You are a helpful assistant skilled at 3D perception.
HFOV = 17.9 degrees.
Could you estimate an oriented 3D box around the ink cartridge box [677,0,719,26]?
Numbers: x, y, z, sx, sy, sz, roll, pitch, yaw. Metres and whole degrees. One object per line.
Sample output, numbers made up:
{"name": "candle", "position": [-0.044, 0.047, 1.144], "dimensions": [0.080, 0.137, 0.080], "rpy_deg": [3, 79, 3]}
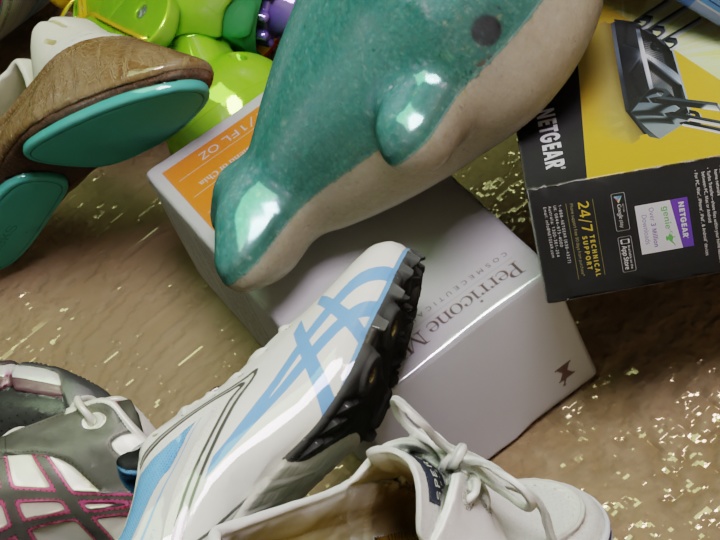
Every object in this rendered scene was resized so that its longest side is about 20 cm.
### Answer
{"name": "ink cartridge box", "position": [0.131, -0.193, 0.959], "dimensions": [0.200, 0.077, 0.136], "rpy_deg": [37, 48, 24]}

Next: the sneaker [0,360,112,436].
{"name": "sneaker", "position": [-0.187, 0.107, 0.981], "dimensions": [0.199, 0.076, 0.116], "rpy_deg": [-8, 50, 35]}

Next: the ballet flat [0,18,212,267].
{"name": "ballet flat", "position": [-0.142, -0.071, 1.058], "dimensions": [0.200, 0.067, 0.073], "rpy_deg": [-36, 61, 44]}

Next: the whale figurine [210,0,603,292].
{"name": "whale figurine", "position": [0.002, -0.084, 0.911], "dimensions": [0.200, 0.104, 0.159], "rpy_deg": [-42, 20, 12]}

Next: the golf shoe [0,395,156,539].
{"name": "golf shoe", "position": [-0.126, 0.085, 0.904], "dimensions": [0.198, 0.077, 0.089], "rpy_deg": [13, 94, 0]}

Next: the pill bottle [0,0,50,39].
{"name": "pill bottle", "position": [-0.222, -0.157, 1.167], "dimensions": [0.108, 0.110, 0.200], "rpy_deg": [-10, 17, 17]}

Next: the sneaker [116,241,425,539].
{"name": "sneaker", "position": [-0.042, 0.062, 0.839], "dimensions": [0.072, 0.072, 0.200], "rpy_deg": [30, 66, 17]}

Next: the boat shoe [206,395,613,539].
{"name": "boat shoe", "position": [0.020, 0.088, 0.809], "dimensions": [0.201, 0.087, 0.074], "rpy_deg": [-10, 29, -39]}

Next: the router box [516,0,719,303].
{"name": "router box", "position": [0.141, -0.067, 0.935], "dimensions": [0.156, 0.053, 0.200], "rpy_deg": [-10, 27, 5]}

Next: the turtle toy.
{"name": "turtle toy", "position": [-0.080, -0.125, 1.120], "dimensions": [0.145, 0.101, 0.201], "rpy_deg": [-36, 40, 25]}

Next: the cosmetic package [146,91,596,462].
{"name": "cosmetic package", "position": [0.000, 0.000, 0.981], "dimensions": [0.101, 0.071, 0.200], "rpy_deg": [-36, 44, -9]}
